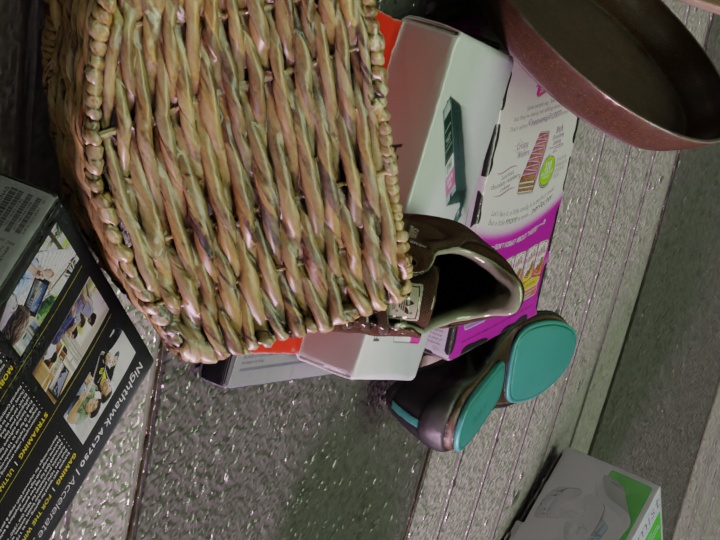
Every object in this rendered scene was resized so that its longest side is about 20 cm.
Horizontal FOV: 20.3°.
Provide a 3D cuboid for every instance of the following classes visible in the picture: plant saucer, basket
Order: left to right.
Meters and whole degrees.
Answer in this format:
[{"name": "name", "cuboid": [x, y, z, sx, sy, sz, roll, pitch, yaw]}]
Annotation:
[{"name": "basket", "cuboid": [-0.073, -0.078, 0.895, 0.142, 0.149, 0.202, -17, 120, -15]}, {"name": "plant saucer", "cuboid": [0.141, -0.140, 1.215, 0.035, 0.200, 0.200, -49, 167, 30]}]

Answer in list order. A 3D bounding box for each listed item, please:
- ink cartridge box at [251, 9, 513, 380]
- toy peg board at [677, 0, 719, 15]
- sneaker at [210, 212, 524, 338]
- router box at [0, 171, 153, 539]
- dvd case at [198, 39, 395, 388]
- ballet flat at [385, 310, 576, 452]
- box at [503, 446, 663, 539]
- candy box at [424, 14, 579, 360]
[{"name": "ink cartridge box", "cuboid": [0.010, -0.040, 1.104, 0.173, 0.043, 0.202, 7, 101, -67]}, {"name": "toy peg board", "cuboid": [0.178, -0.261, 1.185, 0.098, 0.198, 0.201, 22, 88, -80]}, {"name": "sneaker", "cuboid": [0.000, 0.000, 1.031, 0.199, 0.075, 0.071, -5, 108, -40]}, {"name": "router box", "cuboid": [-0.174, 0.078, 0.850, 0.201, 0.051, 0.150, -60, 156, -22]}, {"name": "dvd case", "cuboid": [-0.022, -0.036, 1.120, 0.150, 0.025, 0.202, -2, 110, -65]}, {"name": "ballet flat", "cuboid": [0.079, 0.062, 1.349, 0.200, 0.068, 0.069, -24, 131, -59]}, {"name": "box", "cuboid": [0.169, 0.281, 1.674, 0.201, 0.096, 0.177, -56, 154, -28]}, {"name": "candy box", "cuboid": [0.080, -0.058, 1.272, 0.136, 0.061, 0.202, -21, 127, -59]}]
